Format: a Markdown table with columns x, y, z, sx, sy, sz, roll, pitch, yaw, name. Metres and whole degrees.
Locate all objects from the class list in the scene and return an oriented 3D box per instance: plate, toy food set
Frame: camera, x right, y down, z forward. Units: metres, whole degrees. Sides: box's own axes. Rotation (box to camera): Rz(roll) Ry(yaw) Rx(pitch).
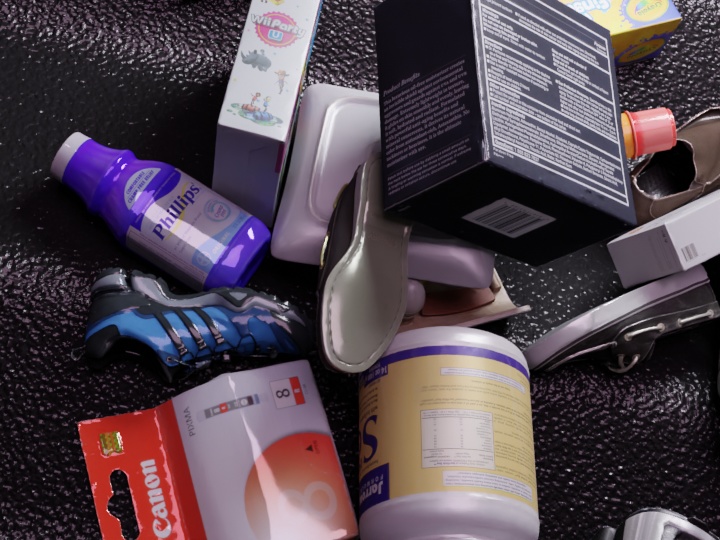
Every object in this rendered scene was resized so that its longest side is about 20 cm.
| x | y | z | sx | sy | sz | roll | pitch | yaw | name |
| --- | --- | --- | --- | --- | --- | --- | --- | --- | --- |
| 0.031 | -0.087 | 1.240 | 0.198 | 0.032 | 0.201 | 8 | 58 | 3 | plate |
| 0.053 | -0.029 | 1.256 | 0.143 | 0.060 | 0.201 | -15 | 67 | -19 | toy food set |

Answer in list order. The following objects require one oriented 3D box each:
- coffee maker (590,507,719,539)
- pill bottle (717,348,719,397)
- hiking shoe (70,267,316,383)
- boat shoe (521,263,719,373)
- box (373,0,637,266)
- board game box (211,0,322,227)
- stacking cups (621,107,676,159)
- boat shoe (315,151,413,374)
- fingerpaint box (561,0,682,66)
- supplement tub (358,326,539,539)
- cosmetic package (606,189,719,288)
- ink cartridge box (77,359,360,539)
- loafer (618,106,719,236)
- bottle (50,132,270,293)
| x | y | z | sx | sy | sz | roll | pitch | yaw | name |
| --- | --- | --- | --- | --- | --- | --- | --- | --- | --- |
| 0.193 | 0.306 | 1.062 | 0.135 | 0.192 | 0.200 | 49 | 39 | -10 | coffee maker |
| 0.385 | 0.074 | 1.247 | 0.112 | 0.112 | 0.201 | 16 | 60 | -4 | pill bottle |
| -0.138 | 0.061 | 1.162 | 0.199 | 0.075 | 0.087 | 8 | 62 | 4 | hiking shoe |
| 0.241 | 0.057 | 1.246 | 0.199 | 0.071 | 0.064 | -23 | 83 | -14 | boat shoe |
| 0.122 | -0.132 | 1.171 | 0.199 | 0.123 | 0.200 | 19 | 60 | -40 | box |
| -0.084 | -0.164 | 1.246 | 0.064 | 0.148 | 0.201 | 12 | 61 | -4 | board game box |
| 0.199 | -0.119 | 1.301 | 0.199 | 0.061 | 0.061 | -12 | 64 | 3 | stacking cups |
| 0.000 | 0.000 | 1.137 | 0.071 | 0.061 | 0.202 | 24 | 61 | -19 | boat shoe |
| 0.204 | -0.286 | 1.421 | 0.199 | 0.073 | 0.167 | -16 | 67 | -20 | fingerpaint box |
| 0.070 | 0.162 | 1.108 | 0.144 | 0.146 | 0.201 | 6 | 61 | -10 | supplement tub |
| 0.332 | -0.045 | 1.292 | 0.199 | 0.082 | 0.051 | -23 | 88 | -34 | cosmetic package |
| -0.116 | 0.167 | 1.118 | 0.199 | 0.050 | 0.163 | -9 | 64 | -21 | ink cartridge box |
| 0.323 | -0.102 | 1.351 | 0.073 | 0.071 | 0.200 | 43 | 61 | 11 | loafer |
| -0.179 | -0.052 | 1.211 | 0.199 | 0.065 | 0.084 | 32 | 64 | 5 | bottle |
